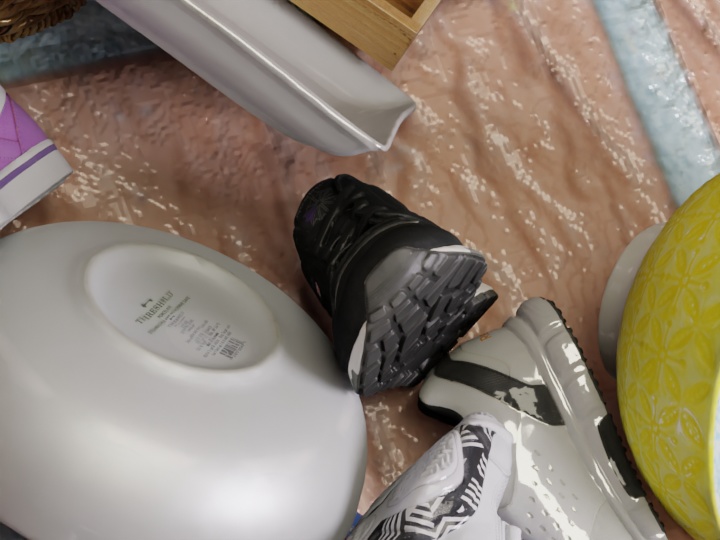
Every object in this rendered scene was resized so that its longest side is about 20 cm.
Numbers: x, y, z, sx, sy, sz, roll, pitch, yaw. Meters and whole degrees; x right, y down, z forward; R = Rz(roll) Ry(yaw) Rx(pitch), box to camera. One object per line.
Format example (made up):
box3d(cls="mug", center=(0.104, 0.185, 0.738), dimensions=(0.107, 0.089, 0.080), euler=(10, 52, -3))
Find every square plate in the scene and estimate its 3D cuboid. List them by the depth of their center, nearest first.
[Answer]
box3d(cls="square plate", center=(-0.067, -0.114, 1.135), dimensions=(0.200, 0.198, 0.028), euler=(36, 100, -1))

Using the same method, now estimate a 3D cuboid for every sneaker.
box3d(cls="sneaker", center=(0.042, 0.147, 1.033), dimensions=(0.115, 0.075, 0.200), euler=(42, 38, -4))
box3d(cls="sneaker", center=(-0.193, -0.051, 1.046), dimensions=(0.073, 0.201, 0.114), euler=(-33, 97, 13))
box3d(cls="sneaker", center=(0.000, 0.000, 1.092), dimensions=(0.088, 0.200, 0.076), euler=(44, 89, 8))
box3d(cls="sneaker", center=(0.091, 0.116, 1.141), dimensions=(0.080, 0.074, 0.201), euler=(-25, 75, -6))

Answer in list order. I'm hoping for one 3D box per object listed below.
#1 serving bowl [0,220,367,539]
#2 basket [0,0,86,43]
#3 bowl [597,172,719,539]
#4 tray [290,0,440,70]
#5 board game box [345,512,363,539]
box3d(cls="serving bowl", center=(-0.083, 0.040, 1.053), dimensions=(0.199, 0.066, 0.200), euler=(19, 30, -12))
box3d(cls="basket", center=(-0.234, -0.186, 1.158), dimensions=(0.142, 0.149, 0.201), euler=(-28, 76, 8))
box3d(cls="bowl", center=(0.173, 0.028, 1.161), dimensions=(0.107, 0.201, 0.200), euler=(18, 52, 40))
box3d(cls="tray", center=(-0.041, -0.189, 1.231), dimensions=(0.200, 0.037, 0.099), euler=(35, 51, -2))
box3d(cls="board game box", center=(-0.003, 0.173, 1.065), dimensions=(0.200, 0.045, 0.135), euler=(33, 42, -2))
